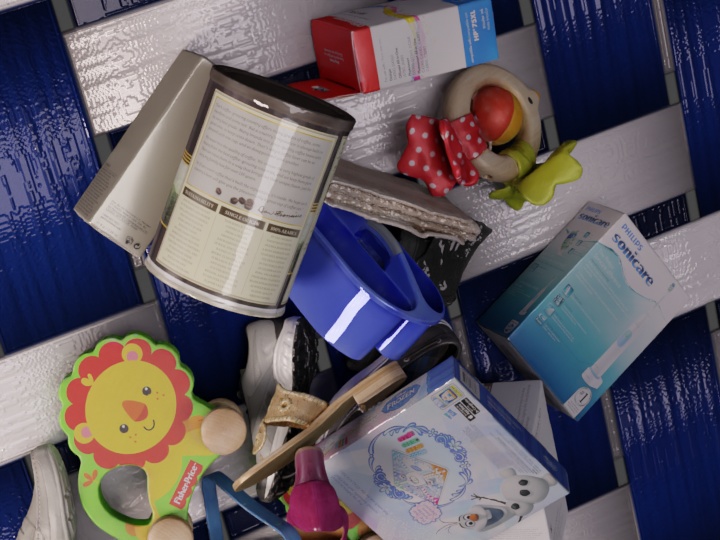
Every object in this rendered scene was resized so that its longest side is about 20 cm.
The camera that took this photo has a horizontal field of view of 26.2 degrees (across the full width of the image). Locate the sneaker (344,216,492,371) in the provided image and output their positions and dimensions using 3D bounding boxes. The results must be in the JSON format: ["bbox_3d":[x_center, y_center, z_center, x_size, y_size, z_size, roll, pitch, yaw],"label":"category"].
[{"bbox_3d":[0.062,0.027,1.698,0.103,0.060,0.202,18,95,-26],"label":"sneaker"}]

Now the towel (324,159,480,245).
[{"bbox_3d":[0.020,-0.077,1.616,0.198,0.133,0.035,17,103,-24],"label":"towel"}]

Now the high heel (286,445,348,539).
[{"bbox_3d":[-0.045,0.274,1.596,0.067,0.097,0.201,-9,140,3],"label":"high heel"}]

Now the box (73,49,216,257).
[{"bbox_3d":[-0.198,-0.118,1.541,0.068,0.082,0.201,36,89,-25],"label":"box"}]

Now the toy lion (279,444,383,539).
[{"bbox_3d":[0.008,0.225,1.728,0.199,0.069,0.193,-37,106,-11],"label":"toy lion"}]

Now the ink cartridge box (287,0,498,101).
[{"bbox_3d":[0.027,-0.233,1.590,0.198,0.116,0.068,-16,109,-20],"label":"ink cartridge box"}]

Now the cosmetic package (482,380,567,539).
[{"bbox_3d":[0.177,0.235,1.741,0.080,0.113,0.201,-3,124,16],"label":"cosmetic package"}]

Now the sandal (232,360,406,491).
[{"bbox_3d":[-0.057,0.140,1.586,0.211,0.078,0.070,-33,77,-8],"label":"sandal"}]

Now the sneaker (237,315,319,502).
[{"bbox_3d":[-0.093,0.147,1.654,0.074,0.079,0.202,-2,97,-66],"label":"sneaker"}]

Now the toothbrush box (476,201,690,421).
[{"bbox_3d":[0.256,0.045,1.773,0.200,0.085,0.147,-46,115,-6],"label":"toothbrush box"}]

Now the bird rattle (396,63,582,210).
[{"bbox_3d":[0.133,-0.144,1.673,0.198,0.113,0.165,15,66,-23],"label":"bird rattle"}]

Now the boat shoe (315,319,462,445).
[{"bbox_3d":[0.034,0.138,1.658,0.200,0.066,0.070,-43,120,-2],"label":"boat shoe"}]

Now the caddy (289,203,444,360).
[{"bbox_3d":[0.000,0.000,1.587,0.141,0.200,0.105,6,128,-54],"label":"caddy"}]

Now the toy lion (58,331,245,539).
[{"bbox_3d":[-0.227,0.173,1.587,0.190,0.069,0.201,26,92,-8],"label":"toy lion"}]

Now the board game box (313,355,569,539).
[{"bbox_3d":[0.083,0.211,1.635,0.198,0.044,0.200,-35,116,22],"label":"board game box"}]

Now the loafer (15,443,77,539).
[{"bbox_3d":[-0.325,0.279,1.587,0.069,0.070,0.202,-6,96,-5],"label":"loafer"}]

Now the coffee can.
[{"bbox_3d":[-0.106,-0.076,1.473,0.145,0.146,0.202,16,102,-25],"label":"coffee can"}]

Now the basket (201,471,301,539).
[{"bbox_3d":[-0.112,0.330,1.641,0.138,0.176,0.202,-20,120,-29],"label":"basket"}]
